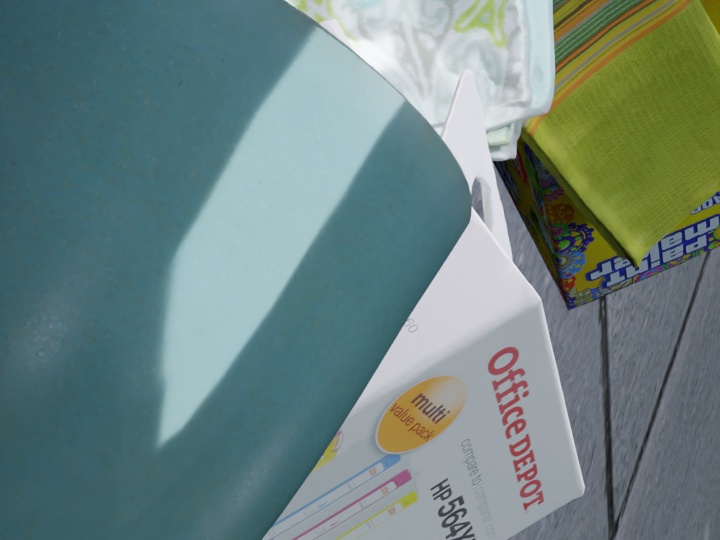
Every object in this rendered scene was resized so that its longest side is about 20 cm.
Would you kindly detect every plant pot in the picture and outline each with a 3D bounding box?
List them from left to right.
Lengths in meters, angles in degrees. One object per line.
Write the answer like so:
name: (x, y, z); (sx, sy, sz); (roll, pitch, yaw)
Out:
plant pot: (-0.097, 0.012, 0.648); (0.161, 0.200, 0.201); (-63, 160, -15)

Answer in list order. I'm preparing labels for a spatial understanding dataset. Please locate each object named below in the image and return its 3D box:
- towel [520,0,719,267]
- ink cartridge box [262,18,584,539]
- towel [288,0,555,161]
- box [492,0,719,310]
towel: (0.104, -0.067, 1.017); (0.086, 0.018, 0.200); (-37, 148, 5)
ink cartridge box: (-0.030, 0.033, 0.809); (0.200, 0.125, 0.129); (-30, 148, -7)
towel: (-0.016, -0.126, 0.858); (0.171, 0.048, 0.200); (-9, 105, -28)
box: (0.096, -0.127, 1.140); (0.193, 0.122, 0.200); (72, -6, -58)
